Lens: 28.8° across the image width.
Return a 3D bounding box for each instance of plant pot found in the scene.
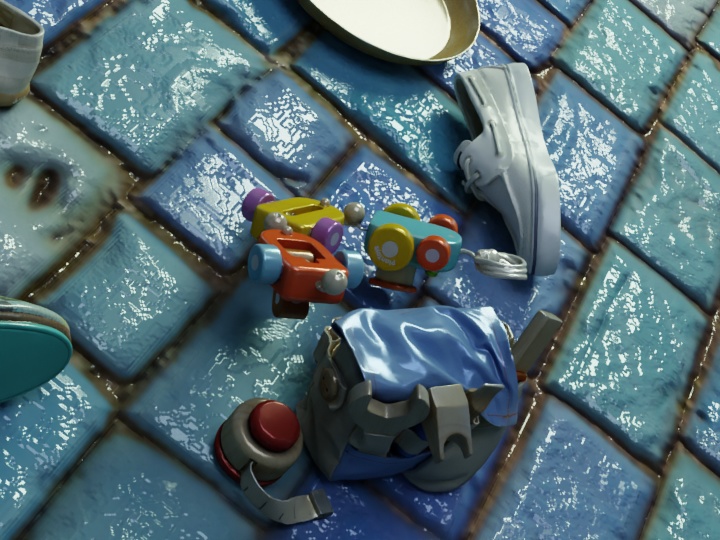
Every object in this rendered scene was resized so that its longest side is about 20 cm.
[{"bbox_3d":[0.009,-0.240,1.160,0.199,0.028,0.201,20,45,-21],"label":"plant pot"}]

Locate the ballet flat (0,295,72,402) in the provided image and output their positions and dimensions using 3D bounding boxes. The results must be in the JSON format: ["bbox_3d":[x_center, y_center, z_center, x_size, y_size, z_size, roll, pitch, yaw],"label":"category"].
[{"bbox_3d":[-0.241,0.043,0.705,0.199,0.069,0.071,-18,47,-44],"label":"ballet flat"}]

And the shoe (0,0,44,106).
[{"bbox_3d":[-0.282,-0.183,0.874,0.200,0.053,0.070,36,41,-5],"label":"shoe"}]

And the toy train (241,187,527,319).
[{"bbox_3d":[0.000,0.000,0.892,0.199,0.056,0.150,3,22,-34],"label":"toy train"}]

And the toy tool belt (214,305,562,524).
[{"bbox_3d":[0.021,0.066,0.827,0.199,0.123,0.125,-5,57,-39],"label":"toy tool belt"}]

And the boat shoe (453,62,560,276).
[{"bbox_3d":[0.106,-0.079,1.071,0.069,0.071,0.201,-4,56,-5],"label":"boat shoe"}]
